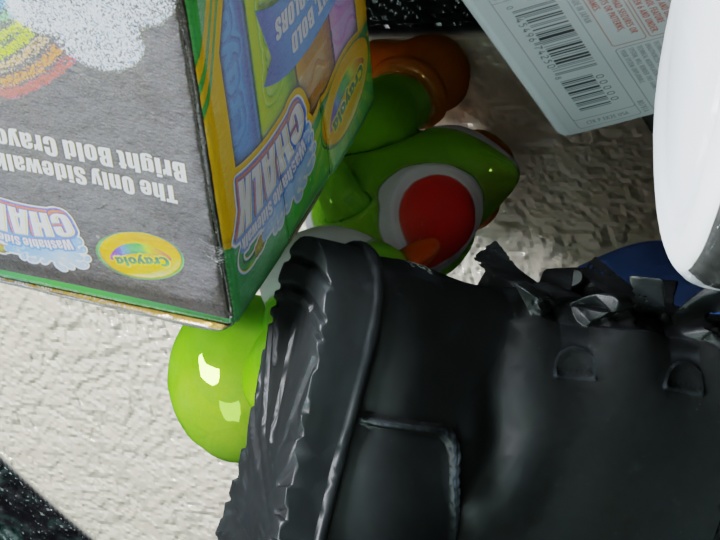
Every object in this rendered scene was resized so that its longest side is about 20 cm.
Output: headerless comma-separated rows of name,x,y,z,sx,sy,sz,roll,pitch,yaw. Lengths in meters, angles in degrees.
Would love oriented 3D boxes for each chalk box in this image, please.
chalk box,-0.074,-0.071,0.699,0.124,0.124,0.201,12,135,18

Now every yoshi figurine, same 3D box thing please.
yoshi figurine,-0.014,0.000,0.822,0.112,0.200,0.112,22,129,5

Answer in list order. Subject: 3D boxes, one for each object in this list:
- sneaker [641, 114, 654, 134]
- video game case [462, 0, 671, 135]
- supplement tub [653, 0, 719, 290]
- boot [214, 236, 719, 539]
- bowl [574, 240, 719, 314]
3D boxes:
sneaker,0.089,-0.105,0.753,0.066,0.091,0.201,0,127,31
video game case,0.104,-0.118,0.642,0.181,0.023,0.200,-13,146,23
supplement tub,0.188,-0.046,0.613,0.198,0.123,0.123,6,134,-4
boot,0.039,0.085,0.722,0.161,0.073,0.200,11,99,-20
bowl,0.061,0.063,0.852,0.039,0.200,0.201,52,140,19
